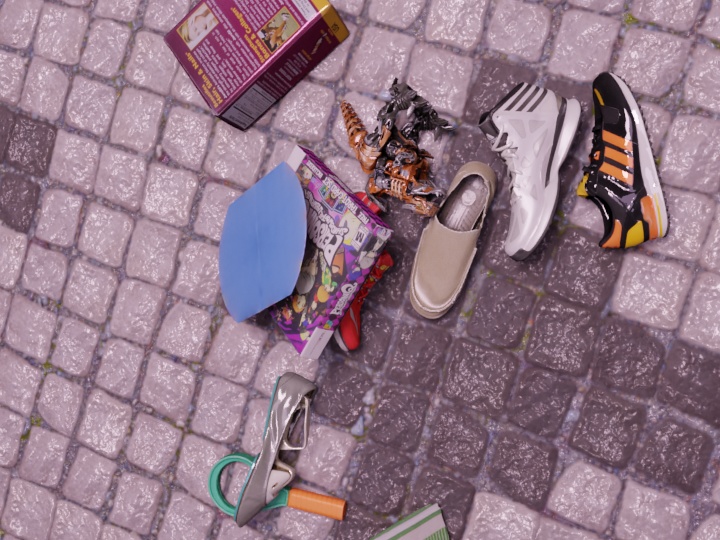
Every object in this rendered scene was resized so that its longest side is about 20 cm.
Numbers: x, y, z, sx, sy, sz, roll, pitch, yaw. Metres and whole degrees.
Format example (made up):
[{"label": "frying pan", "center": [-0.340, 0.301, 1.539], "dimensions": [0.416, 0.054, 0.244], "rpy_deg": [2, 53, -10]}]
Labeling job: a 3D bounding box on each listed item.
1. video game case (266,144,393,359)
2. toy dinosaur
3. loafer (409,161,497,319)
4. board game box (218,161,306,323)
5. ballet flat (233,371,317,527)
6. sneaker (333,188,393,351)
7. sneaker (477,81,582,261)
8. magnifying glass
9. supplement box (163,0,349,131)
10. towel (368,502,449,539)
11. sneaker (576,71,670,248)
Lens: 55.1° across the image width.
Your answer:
[{"label": "video game case", "center": [-0.066, -0.027, 0.848], "dimensions": [0.200, 0.035, 0.184], "rpy_deg": [47, 112, 40]}, {"label": "toy dinosaur", "center": [0.037, -0.155, 0.850], "dimensions": [0.199, 0.102, 0.137], "rpy_deg": [41, 103, 10]}, {"label": "loafer", "center": [0.109, -0.040, 0.846], "dimensions": [0.074, 0.068, 0.206], "rpy_deg": [20, 94, 13]}, {"label": "board game box", "center": [-0.109, -0.028, 0.839], "dimensions": [0.198, 0.038, 0.163], "rpy_deg": [-28, 62, 45]}, {"label": "ballet flat", "center": [-0.105, 0.235, 0.884], "dimensions": [0.062, 0.067, 0.206], "rpy_deg": [16, 82, 9]}, {"label": "sneaker", "center": [0.000, 0.000, 0.871], "dimensions": [0.082, 0.077, 0.207], "rpy_deg": [2, 90, 8]}, {"label": "sneaker", "center": [0.177, -0.122, 0.811], "dimensions": [0.112, 0.076, 0.206], "rpy_deg": [19, 84, -9]}, {"label": "magnifying glass", "center": [-0.114, 0.298, 0.920], "dimensions": [0.194, 0.022, 0.082], "rpy_deg": [8, 91, 13]}, {"label": "supplement box", "center": [-0.132, -0.303, 0.892], "dimensions": [0.198, 0.103, 0.132], "rpy_deg": [-39, 81, 9]}, {"label": "towel", "center": [0.069, 0.405, 0.821], "dimensions": [0.023, 0.150, 0.206], "rpy_deg": [-24, 81, 51]}, {"label": "sneaker", "center": [0.289, -0.126, 0.802], "dimensions": [0.088, 0.070, 0.206], "rpy_deg": [-17, 87, 9]}]
